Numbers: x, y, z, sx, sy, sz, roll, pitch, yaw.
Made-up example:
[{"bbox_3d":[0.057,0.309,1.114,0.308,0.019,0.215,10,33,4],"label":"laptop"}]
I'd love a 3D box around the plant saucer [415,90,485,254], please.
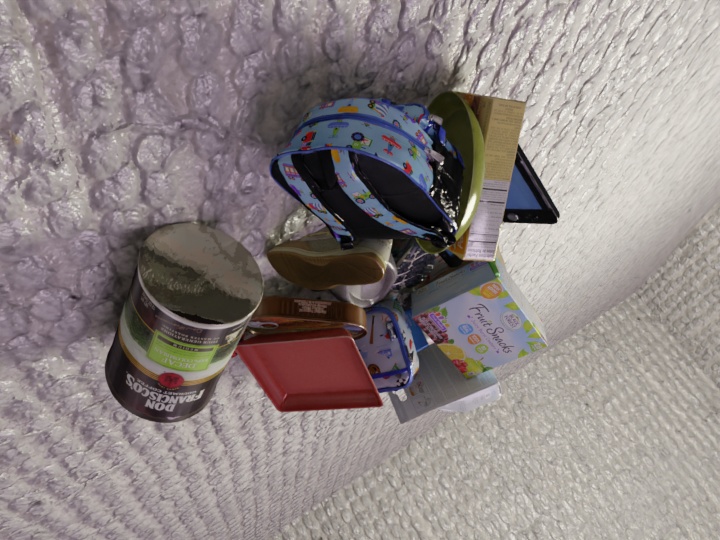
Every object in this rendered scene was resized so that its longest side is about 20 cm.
[{"bbox_3d":[0.111,-0.123,0.816,0.030,0.204,0.202,3,142,-17],"label":"plant saucer"}]

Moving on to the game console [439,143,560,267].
[{"bbox_3d":[0.183,-0.095,0.976,0.200,0.168,0.120,43,66,-40],"label":"game console"}]

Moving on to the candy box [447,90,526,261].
[{"bbox_3d":[0.147,-0.127,0.844,0.054,0.115,0.205,1,108,-21],"label":"candy box"}]

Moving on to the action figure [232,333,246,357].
[{"bbox_3d":[-0.233,0.123,0.979,0.066,0.052,0.198,-53,155,23],"label":"action figure"}]

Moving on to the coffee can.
[{"bbox_3d":[-0.216,0.066,0.769,0.144,0.147,0.201,-13,147,-42],"label":"coffee can"}]

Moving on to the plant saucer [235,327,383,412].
[{"bbox_3d":[-0.077,0.160,1.034,0.195,0.037,0.202,-7,136,16],"label":"plant saucer"}]

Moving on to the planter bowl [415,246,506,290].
[{"bbox_3d":[0.205,0.050,1.233,0.197,0.137,0.200,-29,-169,6],"label":"planter bowl"}]

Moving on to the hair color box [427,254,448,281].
[{"bbox_3d":[0.150,-0.072,1.133,0.110,0.064,0.201,-33,155,-11],"label":"hair color box"}]

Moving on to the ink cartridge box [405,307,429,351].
[{"bbox_3d":[0.021,0.151,1.250,0.197,0.086,0.145,-28,-178,-5],"label":"ink cartridge box"}]

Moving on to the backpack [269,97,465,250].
[{"bbox_3d":[0.005,-0.117,0.696,0.179,0.138,0.199,1,161,34],"label":"backpack"}]

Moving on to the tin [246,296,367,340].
[{"bbox_3d":[-0.085,0.078,0.997,0.195,0.043,0.112,6,153,-15],"label":"tin"}]

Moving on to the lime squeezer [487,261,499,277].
[{"bbox_3d":[0.141,-0.049,0.943,0.070,0.198,0.039,-30,128,-33],"label":"lime squeezer"}]

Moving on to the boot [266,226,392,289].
[{"bbox_3d":[-0.026,-0.055,0.883,0.073,0.196,0.157,55,48,-36],"label":"boot"}]

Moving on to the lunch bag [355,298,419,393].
[{"bbox_3d":[0.003,0.143,1.105,0.196,0.164,0.075,-13,-170,22],"label":"lunch bag"}]

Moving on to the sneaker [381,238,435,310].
[{"bbox_3d":[0.064,-0.006,1.109,0.076,0.088,0.201,-11,150,-24],"label":"sneaker"}]

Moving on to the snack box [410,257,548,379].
[{"bbox_3d":[0.207,0.084,1.107,0.166,0.069,0.200,-26,128,24],"label":"snack box"}]

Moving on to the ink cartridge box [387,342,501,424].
[{"bbox_3d":[0.148,0.213,1.221,0.196,0.161,0.048,-22,126,-3],"label":"ink cartridge box"}]

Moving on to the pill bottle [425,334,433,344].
[{"bbox_3d":[0.126,0.154,1.458,0.107,0.110,0.202,-26,155,-21],"label":"pill bottle"}]

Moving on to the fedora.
[{"bbox_3d":[0.000,0.000,1.018,0.175,0.091,0.201,-32,156,-10],"label":"fedora"}]
